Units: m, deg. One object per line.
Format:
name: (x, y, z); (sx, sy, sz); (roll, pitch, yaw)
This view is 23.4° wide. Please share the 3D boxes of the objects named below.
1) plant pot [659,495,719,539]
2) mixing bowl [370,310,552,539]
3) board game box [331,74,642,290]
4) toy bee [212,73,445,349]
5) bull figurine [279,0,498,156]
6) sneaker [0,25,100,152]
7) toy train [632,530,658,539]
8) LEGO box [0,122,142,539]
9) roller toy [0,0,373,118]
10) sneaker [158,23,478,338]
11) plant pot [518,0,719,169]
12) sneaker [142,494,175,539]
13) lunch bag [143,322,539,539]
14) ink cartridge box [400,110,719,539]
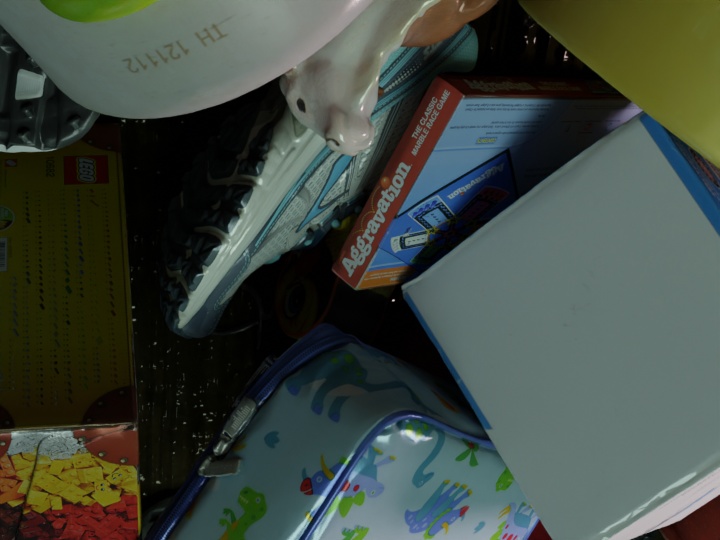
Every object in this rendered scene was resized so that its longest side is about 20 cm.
plant pot: (0.298, 0.116, 1.028); (0.200, 0.201, 0.195); (31, 111, -37)
mixing bowl: (0.018, 0.096, 0.973); (0.199, 0.109, 0.201); (-8, 134, -8)
board game box: (0.070, -0.045, 0.831); (0.200, 0.019, 0.103); (-8, 131, -56)
toy bee: (0.000, 0.000, 0.876); (0.130, 0.109, 0.201); (3, 132, -21)
bull figurine: (0.039, -0.135, 0.696); (0.121, 0.201, 0.065); (-10, 132, 47)
sneaker: (-0.202, -0.087, 0.758); (0.199, 0.090, 0.067); (9, 92, 3)
toy train: (0.126, 0.163, 1.123); (0.199, 0.034, 0.046); (-10, 132, -7)
LEGO box: (-0.144, 0.051, 0.816); (0.077, 0.201, 0.150); (-3, 134, -8)
roller toy: (-0.067, -0.157, 0.649); (0.200, 0.182, 0.140); (-55, 132, -18)
sneaker: (-0.017, -0.045, 0.785); (0.086, 0.078, 0.201); (30, 101, -26)
plant pot: (0.201, -0.135, 0.754); (0.200, 0.201, 0.189); (28, 107, -35)
sneaker: (-0.047, 0.191, 1.072); (0.199, 0.076, 0.079); (16, 149, -14)
lunch bag: (-0.006, 0.120, 0.801); (0.161, 0.082, 0.200); (-55, 148, 6)
ink cartridge box: (0.146, 0.030, 0.834); (0.144, 0.148, 0.200); (-37, 165, 18)
